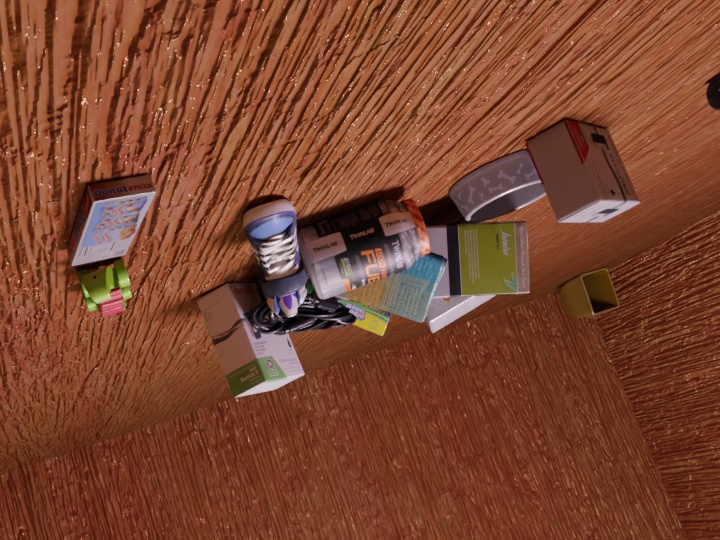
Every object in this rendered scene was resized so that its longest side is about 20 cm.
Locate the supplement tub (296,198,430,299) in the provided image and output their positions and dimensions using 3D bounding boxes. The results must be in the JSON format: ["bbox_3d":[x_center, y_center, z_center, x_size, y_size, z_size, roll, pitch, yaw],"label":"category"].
[{"bbox_3d":[0.005,-0.040,1.334,0.199,0.123,0.123,-20,169,-4],"label":"supplement tub"}]

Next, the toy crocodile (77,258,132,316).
[{"bbox_3d":[-0.362,0.033,1.175,0.067,0.062,0.200,-17,169,-17],"label":"toy crocodile"}]

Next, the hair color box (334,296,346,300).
[{"bbox_3d":[0.000,0.000,1.581,0.102,0.061,0.200,-55,157,16],"label":"hair color box"}]

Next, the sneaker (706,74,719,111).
[{"bbox_3d":[0.675,-0.324,1.330,0.114,0.077,0.199,-16,171,-32],"label":"sneaker"}]

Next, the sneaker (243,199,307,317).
[{"bbox_3d":[-0.114,-0.009,1.202,0.080,0.148,0.200,-18,169,-11],"label":"sneaker"}]

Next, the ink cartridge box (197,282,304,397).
[{"bbox_3d":[-0.207,0.127,1.552,0.084,0.201,0.146,-28,168,23],"label":"ink cartridge box"}]

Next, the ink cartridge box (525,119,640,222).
[{"bbox_3d":[0.374,-0.161,1.367,0.083,0.145,0.199,-27,167,33],"label":"ink cartridge box"}]

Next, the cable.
[{"bbox_3d":[-0.102,0.089,1.496,0.162,0.051,0.199,-22,158,30],"label":"cable"}]

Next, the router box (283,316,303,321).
[{"bbox_3d":[-0.128,0.097,1.766,0.199,0.063,0.149,-7,177,33],"label":"router box"}]

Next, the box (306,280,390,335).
[{"bbox_3d":[-0.039,0.059,1.628,0.199,0.049,0.117,20,-169,-2],"label":"box"}]

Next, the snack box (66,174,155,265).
[{"bbox_3d":[-0.298,-0.055,0.970,0.071,0.024,0.200,-13,167,-30],"label":"snack box"}]

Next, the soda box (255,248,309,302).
[{"bbox_3d":[-0.143,0.018,1.473,0.063,0.071,0.200,-16,168,-16],"label":"soda box"}]

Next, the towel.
[{"bbox_3d":[0.039,0.006,1.449,0.198,0.022,0.147,18,125,-3],"label":"towel"}]

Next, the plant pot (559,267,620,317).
[{"bbox_3d":[1.050,0.118,3.831,0.194,0.196,0.200,-13,173,-33],"label":"plant pot"}]

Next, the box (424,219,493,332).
[{"bbox_3d":[0.195,0.009,1.730,0.199,0.153,0.106,-30,162,-1],"label":"box"}]

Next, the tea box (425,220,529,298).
[{"bbox_3d":[0.216,-0.023,1.561,0.195,0.135,0.200,-2,-177,7],"label":"tea box"}]

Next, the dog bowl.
[{"bbox_3d":[0.258,-0.147,1.453,0.199,0.059,0.200,-20,168,-4],"label":"dog bowl"}]
